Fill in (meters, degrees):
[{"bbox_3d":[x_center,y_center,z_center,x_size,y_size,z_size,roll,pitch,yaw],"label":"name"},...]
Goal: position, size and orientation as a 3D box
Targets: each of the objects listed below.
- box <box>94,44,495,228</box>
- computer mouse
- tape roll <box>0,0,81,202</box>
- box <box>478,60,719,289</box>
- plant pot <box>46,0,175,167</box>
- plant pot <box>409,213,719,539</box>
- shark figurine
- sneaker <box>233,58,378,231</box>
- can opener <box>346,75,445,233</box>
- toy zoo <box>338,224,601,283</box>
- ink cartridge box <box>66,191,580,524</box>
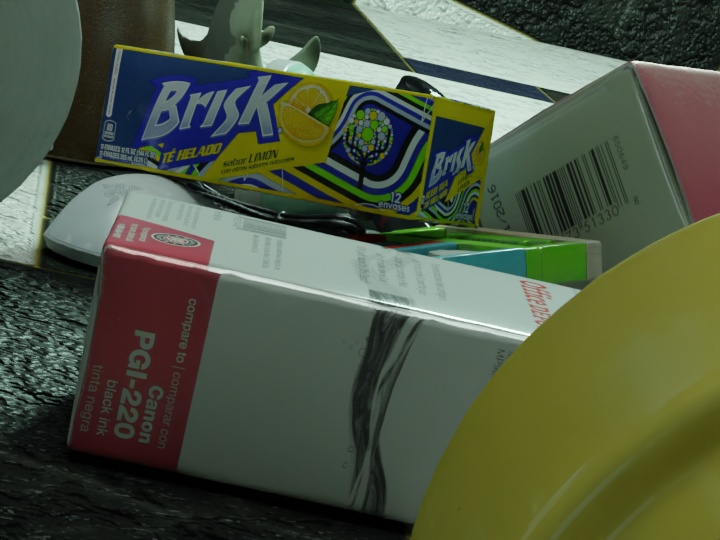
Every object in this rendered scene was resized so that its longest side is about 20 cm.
[{"bbox_3d":[-0.036,-0.069,1.482,0.199,0.065,0.070,10,2,30],"label":"box"},{"bbox_3d":[-0.088,-0.027,1.514,0.109,0.044,0.200,19,11,27],"label":"computer mouse"},{"bbox_3d":[-0.229,-0.111,1.314,0.201,0.204,0.071,10,25,-20],"label":"tape roll"},{"bbox_3d":[0.171,-0.031,1.535,0.128,0.110,0.199,-30,-20,35],"label":"box"},{"bbox_3d":[-0.193,-0.185,1.827,0.186,0.201,0.187,12,10,-2],"label":"plant pot"},{"bbox_3d":[0.116,0.111,0.565,0.199,0.202,0.189,11,25,-13],"label":"plant pot"},{"bbox_3d":[-0.080,-0.156,1.838,0.128,0.216,0.089,-14,34,-37],"label":"shark figurine"},{"bbox_3d":[-0.010,-0.069,1.743,0.117,0.074,0.201,7,23,0],"label":"sneaker"},{"bbox_3d":[0.034,-0.030,1.574,0.063,0.079,0.200,1,35,-20],"label":"can opener"},{"bbox_3d":[0.000,0.000,1.396,0.199,0.021,0.131,-7,8,-33],"label":"toy zoo"},{"bbox_3d":[-0.005,0.037,1.120,0.198,0.085,0.146,11,9,-2],"label":"ink cartridge box"}]
